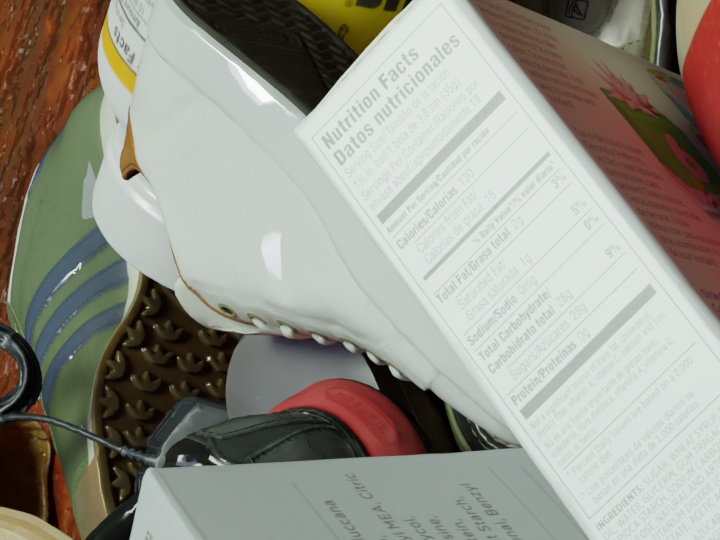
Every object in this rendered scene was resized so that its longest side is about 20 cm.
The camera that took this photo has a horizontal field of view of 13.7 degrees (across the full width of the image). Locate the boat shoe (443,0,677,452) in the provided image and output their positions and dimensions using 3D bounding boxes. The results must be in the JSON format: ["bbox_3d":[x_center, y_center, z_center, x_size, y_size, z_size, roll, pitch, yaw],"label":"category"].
[{"bbox_3d":[0.056,-0.037,0.884,0.073,0.065,0.201,2,74,10],"label":"boat shoe"}]

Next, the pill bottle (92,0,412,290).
[{"bbox_3d":[-0.020,-0.091,0.962,0.113,0.112,0.201,59,136,45],"label":"pill bottle"}]

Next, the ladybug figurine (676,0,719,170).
[{"bbox_3d":[0.141,-0.020,0.723,0.072,0.136,0.200,-46,59,23],"label":"ladybug figurine"}]

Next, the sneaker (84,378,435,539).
[{"bbox_3d":[-0.054,0.121,0.843,0.071,0.098,0.201,35,108,30],"label":"sneaker"}]

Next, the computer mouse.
[{"bbox_3d":[-0.078,0.060,0.972,0.199,0.034,0.059,20,84,11],"label":"computer mouse"}]

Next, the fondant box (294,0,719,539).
[{"bbox_3d":[0.090,0.029,0.721,0.058,0.144,0.200,-44,62,19],"label":"fondant box"}]

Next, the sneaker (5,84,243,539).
[{"bbox_3d":[-0.085,0.026,1.059,0.090,0.067,0.201,-33,51,48],"label":"sneaker"}]

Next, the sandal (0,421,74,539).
[{"bbox_3d":[-0.133,0.086,1.103,0.070,0.078,0.211,-46,28,-22],"label":"sandal"}]

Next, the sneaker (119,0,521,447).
[{"bbox_3d":[0.000,0.000,0.852,0.200,0.073,0.085,46,126,37],"label":"sneaker"}]

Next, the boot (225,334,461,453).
[{"bbox_3d":[0.028,0.104,0.889,0.073,0.075,0.201,-30,68,26],"label":"boot"}]

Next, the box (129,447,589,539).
[{"bbox_3d":[0.020,0.178,0.723,0.200,0.130,0.200,50,132,48],"label":"box"}]
